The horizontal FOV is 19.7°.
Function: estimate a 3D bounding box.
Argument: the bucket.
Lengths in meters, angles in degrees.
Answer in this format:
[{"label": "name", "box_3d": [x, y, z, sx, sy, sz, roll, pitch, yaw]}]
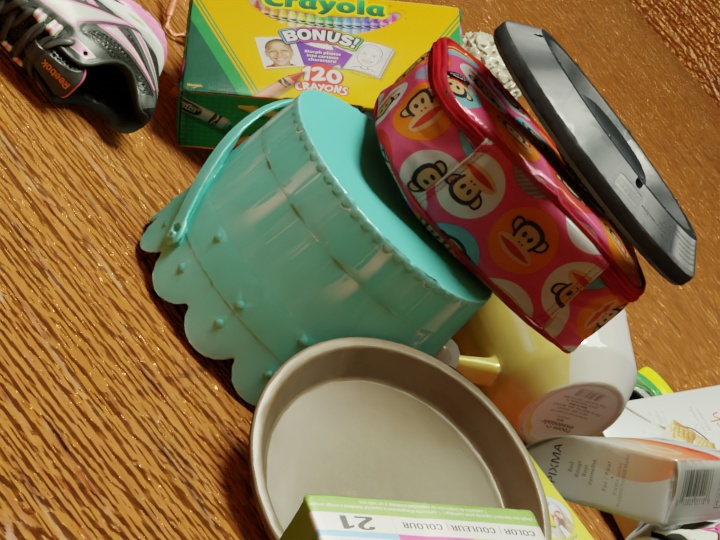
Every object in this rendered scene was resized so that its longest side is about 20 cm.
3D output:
[{"label": "bucket", "box_3d": [-0.023, -0.007, 1.313, 0.207, 0.135, 0.207, 43, 18, -18]}]

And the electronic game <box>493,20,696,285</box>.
[{"label": "electronic game", "box_3d": [0.148, -0.074, 1.302, 0.200, 0.042, 0.200, 50, 12, -15]}]

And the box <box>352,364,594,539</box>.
[{"label": "box", "box_3d": [0.070, 0.157, 1.259, 0.117, 0.048, 0.200, -25, 75, -45]}]

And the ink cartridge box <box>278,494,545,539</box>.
[{"label": "ink cartridge box", "box_3d": [0.048, 0.216, 1.040, 0.147, 0.076, 0.200, 7, 39, -30]}]

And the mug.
[{"label": "mug", "box_3d": [0.121, 0.053, 1.563, 0.150, 0.186, 0.154, 76, -2, -53]}]

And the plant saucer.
[{"label": "plant saucer", "box_3d": [0.020, 0.130, 1.191, 0.199, 0.029, 0.201, 19, 48, -23]}]

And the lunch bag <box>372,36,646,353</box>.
[{"label": "lunch bag", "box_3d": [0.094, -0.053, 1.341, 0.200, 0.082, 0.176, 46, 14, -14]}]

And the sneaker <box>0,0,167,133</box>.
[{"label": "sneaker", "box_3d": [-0.199, -0.156, 1.329, 0.200, 0.080, 0.087, 26, 38, -35]}]

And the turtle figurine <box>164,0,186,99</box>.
[{"label": "turtle figurine", "box_3d": [-0.077, -0.149, 1.591, 0.161, 0.064, 0.200, 33, 23, -36]}]

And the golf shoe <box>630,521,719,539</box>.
[{"label": "golf shoe", "box_3d": [0.212, 0.188, 1.317, 0.092, 0.073, 0.200, 39, 6, -3]}]

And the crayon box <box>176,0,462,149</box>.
[{"label": "crayon box", "box_3d": [-0.028, -0.140, 1.484, 0.199, 0.058, 0.119, 5, 47, -4]}]

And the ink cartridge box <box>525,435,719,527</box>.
[{"label": "ink cartridge box", "box_3d": [0.146, 0.123, 1.389, 0.199, 0.050, 0.162, 16, 4, 28]}]

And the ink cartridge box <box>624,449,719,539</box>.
[{"label": "ink cartridge box", "box_3d": [0.258, 0.212, 1.498, 0.116, 0.067, 0.200, 49, 39, 5]}]

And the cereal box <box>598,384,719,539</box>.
[{"label": "cereal box", "box_3d": [0.276, 0.163, 1.629, 0.199, 0.040, 0.144, -7, 59, -36]}]

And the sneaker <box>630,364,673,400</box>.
[{"label": "sneaker", "box_3d": [0.254, 0.161, 1.699, 0.200, 0.078, 0.085, 45, 24, 22]}]

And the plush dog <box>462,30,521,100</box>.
[{"label": "plush dog", "box_3d": [0.025, -0.139, 1.739, 0.171, 0.161, 0.200, 31, -8, -5]}]

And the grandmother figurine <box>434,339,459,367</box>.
[{"label": "grandmother figurine", "box_3d": [0.000, 0.000, 1.471, 0.121, 0.061, 0.200, -16, 60, -43]}]
